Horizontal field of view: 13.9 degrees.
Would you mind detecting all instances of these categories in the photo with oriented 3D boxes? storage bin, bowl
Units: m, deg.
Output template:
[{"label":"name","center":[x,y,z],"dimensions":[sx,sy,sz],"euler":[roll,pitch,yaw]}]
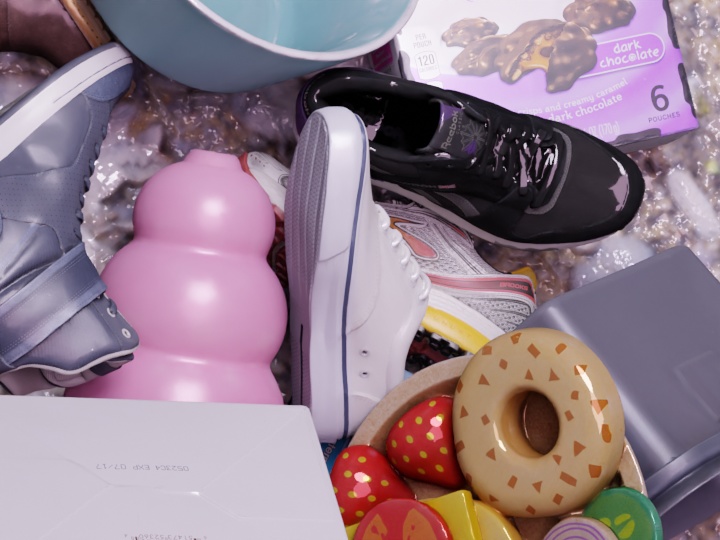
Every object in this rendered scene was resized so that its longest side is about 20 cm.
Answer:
[{"label":"storage bin","center":[0.163,0.068,1.640],"dimensions":[0.134,0.146,0.200],"euler":[53,37,11]},{"label":"bowl","center":[-0.074,-0.178,1.617],"dimensions":[0.201,0.105,0.201],"euler":[18,54,-27]}]

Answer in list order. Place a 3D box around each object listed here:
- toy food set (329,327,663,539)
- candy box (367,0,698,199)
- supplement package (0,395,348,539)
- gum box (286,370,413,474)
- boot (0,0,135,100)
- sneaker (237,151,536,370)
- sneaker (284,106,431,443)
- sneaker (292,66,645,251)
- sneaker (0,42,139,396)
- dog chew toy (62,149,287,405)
[{"label":"toy food set","center":[0.066,0.141,1.557],"dimensions":[0.200,0.049,0.198],"euler":[-21,75,26]},{"label":"candy box","center":[0.087,-0.157,1.711],"dimensions":[0.167,0.072,0.200],"euler":[-13,87,-13]},{"label":"supplement package","center":[-0.123,0.186,1.517],"dimensions":[0.191,0.147,0.200],"euler":[3,127,-16]},{"label":"gum box","center":[0.030,0.157,1.678],"dimensions":[0.200,0.045,0.170],"euler":[30,78,-9]},{"label":"boot","center":[-0.243,-0.132,1.652],"dimensions":[0.166,0.072,0.200],"euler":[-41,98,0]},{"label":"sneaker","center":[0.012,-0.011,1.686],"dimensions":[0.200,0.078,0.082],"euler":[32,68,-14]},{"label":"sneaker","center":[0.000,0.000,1.601],"dimensions":[0.071,0.073,0.200],"euler":[-8,123,-15]},{"label":"sneaker","center":[0.060,-0.061,1.613],"dimensions":[0.200,0.088,0.076],"euler":[14,86,-3]},{"label":"sneaker","center":[-0.156,-0.022,1.567],"dimensions":[0.146,0.077,0.202],"euler":[52,48,-9]},{"label":"dog chew toy","center":[-0.096,0.034,1.614],"dimensions":[0.124,0.125,0.200],"euler":[8,92,-12]}]
